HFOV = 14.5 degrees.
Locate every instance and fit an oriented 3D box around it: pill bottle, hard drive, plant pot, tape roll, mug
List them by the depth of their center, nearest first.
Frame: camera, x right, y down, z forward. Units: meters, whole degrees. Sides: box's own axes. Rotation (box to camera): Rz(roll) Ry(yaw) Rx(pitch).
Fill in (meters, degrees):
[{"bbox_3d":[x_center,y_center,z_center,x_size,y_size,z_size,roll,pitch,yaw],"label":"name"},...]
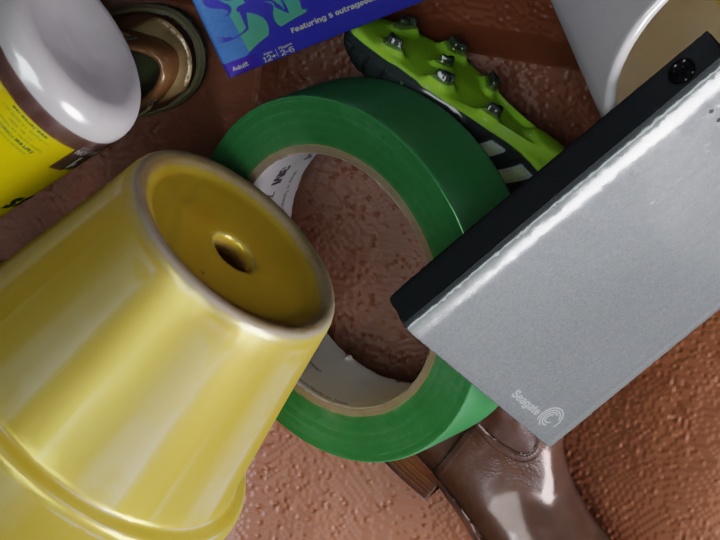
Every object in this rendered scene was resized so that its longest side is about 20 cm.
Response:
[{"bbox_3d":[0.128,-0.011,1.385,0.200,0.033,0.140,-40,136,10],"label":"hard drive"},{"bbox_3d":[0.173,-0.148,1.422,0.187,0.153,0.149,7,127,-35],"label":"mug"},{"bbox_3d":[-0.218,-0.070,1.457,0.200,0.109,0.109,-31,97,23],"label":"pill bottle"},{"bbox_3d":[-0.118,0.047,1.466,0.201,0.201,0.189,43,116,-2],"label":"plant pot"},{"bbox_3d":[0.000,0.000,1.492,0.200,0.048,0.201,16,116,37],"label":"tape roll"}]

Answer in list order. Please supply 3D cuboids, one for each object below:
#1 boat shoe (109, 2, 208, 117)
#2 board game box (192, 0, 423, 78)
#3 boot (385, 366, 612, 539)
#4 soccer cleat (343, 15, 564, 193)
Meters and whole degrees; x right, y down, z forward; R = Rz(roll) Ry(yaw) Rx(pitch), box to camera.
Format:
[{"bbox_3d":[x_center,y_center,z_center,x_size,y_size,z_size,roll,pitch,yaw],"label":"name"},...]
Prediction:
[{"bbox_3d":[-0.183,-0.095,1.537,0.200,0.074,0.076,-20,100,15],"label":"boat shoe"},{"bbox_3d":[-0.036,-0.209,1.437,0.152,0.045,0.200,-22,128,5],"label":"board game box"},{"bbox_3d":[0.120,0.075,1.504,0.186,0.064,0.200,36,124,2],"label":"boot"},{"bbox_3d":[0.063,-0.058,1.508,0.200,0.068,0.081,37,117,-2],"label":"soccer cleat"}]
